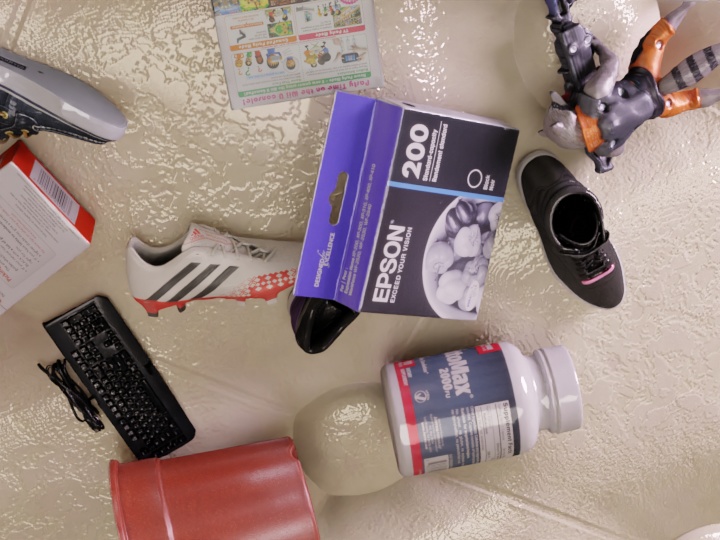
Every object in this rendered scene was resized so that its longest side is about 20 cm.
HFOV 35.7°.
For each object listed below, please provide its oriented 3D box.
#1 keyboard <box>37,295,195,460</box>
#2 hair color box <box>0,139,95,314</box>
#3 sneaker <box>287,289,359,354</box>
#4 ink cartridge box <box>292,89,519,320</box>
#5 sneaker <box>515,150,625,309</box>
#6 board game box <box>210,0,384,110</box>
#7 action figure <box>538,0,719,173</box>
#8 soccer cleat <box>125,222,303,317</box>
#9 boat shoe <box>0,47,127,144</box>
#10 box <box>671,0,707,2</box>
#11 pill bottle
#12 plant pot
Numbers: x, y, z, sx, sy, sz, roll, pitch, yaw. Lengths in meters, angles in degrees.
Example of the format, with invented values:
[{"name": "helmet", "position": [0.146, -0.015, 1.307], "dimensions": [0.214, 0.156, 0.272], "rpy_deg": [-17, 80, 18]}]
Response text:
[{"name": "keyboard", "position": [-0.262, 0.130, 1.178], "dimensions": [0.103, 0.040, 0.201], "rpy_deg": [-27, 115, 6]}, {"name": "hair color box", "position": [-0.368, -0.018, 1.082], "dimensions": [0.199, 0.064, 0.111], "rpy_deg": [-36, 115, 9]}, {"name": "sneaker", "position": [0.000, 0.000, 1.119], "dimensions": [0.075, 0.088, 0.201], "rpy_deg": [27, 110, -18]}, {"name": "ink cartridge box", "position": [0.047, -0.057, 1.067], "dimensions": [0.198, 0.043, 0.201], "rpy_deg": [5, 103, -31]}, {"name": "sneaker", "position": [0.224, -0.021, 1.130], "dimensions": [0.070, 0.099, 0.201], "rpy_deg": [-30, 116, 6]}, {"name": "board game box", "position": [-0.062, -0.258, 1.004], "dimensions": [0.145, 0.064, 0.203], "rpy_deg": [-8, 115, -2]}, {"name": "action figure", "position": [0.249, -0.188, 1.055], "dimensions": [0.192, 0.105, 0.201], "rpy_deg": [-33, 117, -1]}, {"name": "soccer cleat", "position": [-0.137, -0.011, 1.111], "dimensions": [0.197, 0.069, 0.086], "rpy_deg": [-9, 120, 3]}, {"name": "boat shoe", "position": [-0.319, -0.145, 1.028], "dimensions": [0.198, 0.071, 0.092], "rpy_deg": [25, 112, -10]}, {"name": "box", "position": [0.189, -0.304, 0.962], "dimensions": [0.197, 0.153, 0.108], "rpy_deg": [0, 115, -8]}, {"name": "pill bottle", "position": [0.127, 0.141, 1.184], "dimensions": [0.197, 0.120, 0.121], "rpy_deg": [-11, 116, -2]}, {"name": "plant pot", "position": [-0.147, 0.273, 1.186], "dimensions": [0.193, 0.201, 0.203], "rpy_deg": [-14, 117, -9]}]
